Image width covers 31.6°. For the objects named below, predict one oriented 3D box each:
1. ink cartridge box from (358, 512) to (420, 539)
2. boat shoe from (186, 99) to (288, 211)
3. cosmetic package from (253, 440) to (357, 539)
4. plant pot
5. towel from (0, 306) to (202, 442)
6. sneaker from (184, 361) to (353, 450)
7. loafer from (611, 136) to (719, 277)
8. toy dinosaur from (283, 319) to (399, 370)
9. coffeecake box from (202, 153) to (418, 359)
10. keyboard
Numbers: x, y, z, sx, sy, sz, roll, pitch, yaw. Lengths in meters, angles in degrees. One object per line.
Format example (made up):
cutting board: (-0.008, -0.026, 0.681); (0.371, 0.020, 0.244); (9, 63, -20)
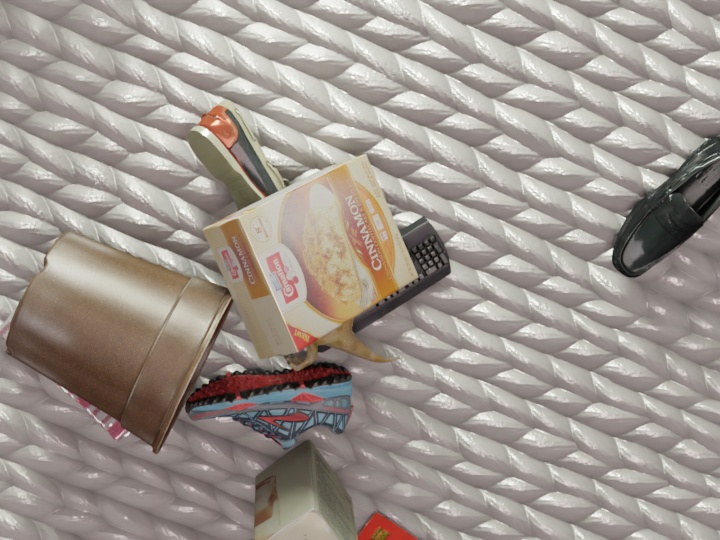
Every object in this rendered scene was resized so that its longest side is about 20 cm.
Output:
ink cartridge box: (0.055, 0.420, 1.585); (0.199, 0.050, 0.163); (35, 98, -15)
boat shoe: (-0.115, -0.099, 1.439); (0.200, 0.071, 0.063); (53, 56, -20)
cosmetic package: (-0.063, 0.291, 1.467); (0.087, 0.200, 0.104); (-34, 103, 5)
plant pot: (-0.264, 0.067, 1.386); (0.197, 0.200, 0.201); (26, 100, -2)
towel: (-0.303, 0.088, 1.485); (0.146, 0.030, 0.200); (-44, 103, 5)
sneaker: (-0.105, 0.171, 1.497); (0.198, 0.079, 0.096); (-5, 106, -3)
loafer: (0.370, -0.072, 1.480); (0.068, 0.070, 0.201); (40, 97, -12)
toy dinosaur: (-0.043, 0.072, 1.472); (0.101, 0.058, 0.200); (-42, 110, 6)
coffeecake box: (-0.051, -0.017, 1.382); (0.200, 0.073, 0.154); (-30, 101, -40)
keyboard: (0.000, 0.000, 1.494); (0.199, 0.021, 0.128); (-32, 104, 3)
